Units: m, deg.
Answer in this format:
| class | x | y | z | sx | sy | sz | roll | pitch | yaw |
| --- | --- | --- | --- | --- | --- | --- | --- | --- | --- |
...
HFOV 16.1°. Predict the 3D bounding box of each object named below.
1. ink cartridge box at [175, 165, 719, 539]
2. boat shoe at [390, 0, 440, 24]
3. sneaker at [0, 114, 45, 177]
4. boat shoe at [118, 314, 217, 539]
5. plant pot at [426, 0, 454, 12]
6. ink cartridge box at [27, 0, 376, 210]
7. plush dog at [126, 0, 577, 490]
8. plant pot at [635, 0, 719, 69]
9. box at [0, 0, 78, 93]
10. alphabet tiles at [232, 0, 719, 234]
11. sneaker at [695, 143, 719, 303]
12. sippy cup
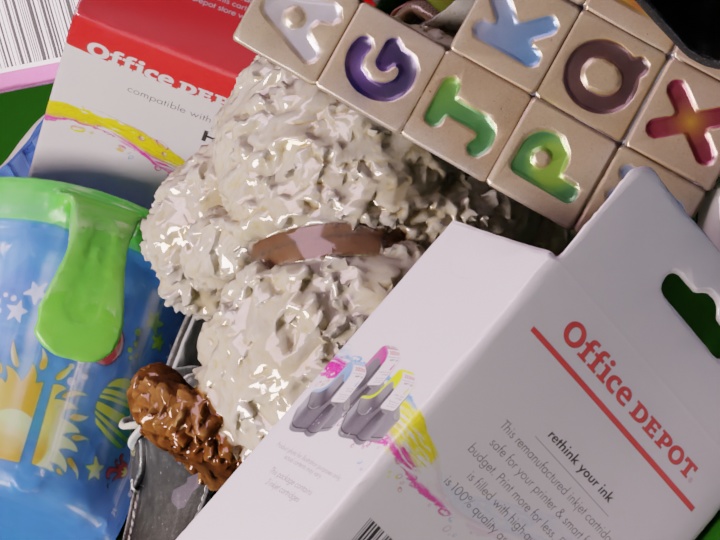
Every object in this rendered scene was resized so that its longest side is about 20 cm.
| class | x | y | z | sx | sy | sz | roll | pitch | yaw |
| --- | --- | --- | --- | --- | --- | --- | --- | --- | --- |
| ink cartridge box | 0.042 | 0.068 | 0.826 | 0.200 | 0.115 | 0.068 | -48 | 29 | -11 |
| boat shoe | 0.045 | -0.091 | 1.086 | 0.072 | 0.072 | 0.200 | -11 | 41 | 45 |
| sneaker | -0.130 | -0.044 | 1.230 | 0.111 | 0.077 | 0.200 | -35 | 16 | 30 |
| boat shoe | -0.064 | 0.065 | 1.014 | 0.072 | 0.071 | 0.200 | -21 | 35 | 35 |
| plant pot | 0.083 | -0.169 | 0.949 | 0.187 | 0.187 | 0.200 | -39 | 1 | 8 |
| ink cartridge box | -0.068 | -0.075 | 1.066 | 0.200 | 0.116 | 0.067 | 115 | 173 | -54 |
| plush dog | 0.000 | 0.000 | 0.915 | 0.200 | 0.161 | 0.172 | -7 | 61 | 11 |
| plant pot | 0.160 | -0.180 | 0.715 | 0.200 | 0.199 | 0.178 | 0 | 67 | 34 |
| box | -0.077 | -0.161 | 1.195 | 0.176 | 0.097 | 0.200 | -8 | 15 | 24 |
| alphabet tiles | 0.075 | -0.124 | 0.844 | 0.200 | 0.167 | 0.008 | -61 | -7 | 7 |
| sneaker | 0.154 | -0.057 | 0.914 | 0.084 | 0.075 | 0.200 | -32 | 27 | 56 |
| sippy cup | -0.136 | 0.048 | 1.075 | 0.139 | 0.178 | 0.131 | 2 | 63 | 20 |
